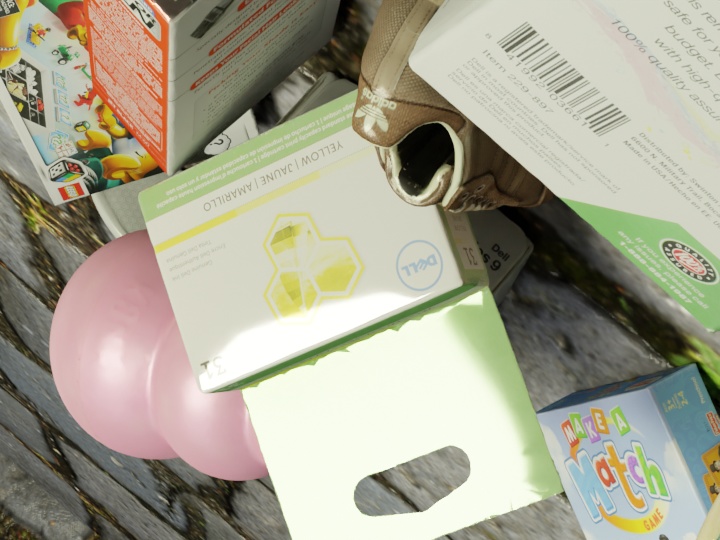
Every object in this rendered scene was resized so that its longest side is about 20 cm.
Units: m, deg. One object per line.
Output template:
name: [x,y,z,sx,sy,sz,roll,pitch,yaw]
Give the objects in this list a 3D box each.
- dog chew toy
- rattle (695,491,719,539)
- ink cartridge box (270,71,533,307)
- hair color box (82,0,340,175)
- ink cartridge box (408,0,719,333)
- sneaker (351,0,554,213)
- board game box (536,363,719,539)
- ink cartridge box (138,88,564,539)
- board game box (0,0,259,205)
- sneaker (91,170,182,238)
dog chew toy: [-0.069,0.053,0.966,0.199,0.125,0.125,19,152,36]
rattle: [0.128,0.058,0.716,0.142,0.200,0.130,38,161,10]
ink cartridge box: [0.000,0.000,1.019,0.146,0.084,0.200,40,161,8]
hair color box: [-0.061,-0.125,0.800,0.064,0.111,0.200,47,166,5]
ink cartridge box: [0.124,-0.072,0.536,0.145,0.088,0.200,40,159,-10]
sneaker: [0.037,-0.058,0.785,0.070,0.076,0.200,30,172,24]
board game box: [0.173,0.155,0.984,0.202,0.036,0.151,66,160,2]
ink cartridge box: [-0.007,0.031,0.857,0.048,0.144,0.202,5,-115,-66]
board game box: [-0.132,-0.118,0.973,0.201,0.125,0.035,74,179,-58]
sneaker: [-0.112,0.002,1.261,0.199,0.071,0.099,39,156,-4]
